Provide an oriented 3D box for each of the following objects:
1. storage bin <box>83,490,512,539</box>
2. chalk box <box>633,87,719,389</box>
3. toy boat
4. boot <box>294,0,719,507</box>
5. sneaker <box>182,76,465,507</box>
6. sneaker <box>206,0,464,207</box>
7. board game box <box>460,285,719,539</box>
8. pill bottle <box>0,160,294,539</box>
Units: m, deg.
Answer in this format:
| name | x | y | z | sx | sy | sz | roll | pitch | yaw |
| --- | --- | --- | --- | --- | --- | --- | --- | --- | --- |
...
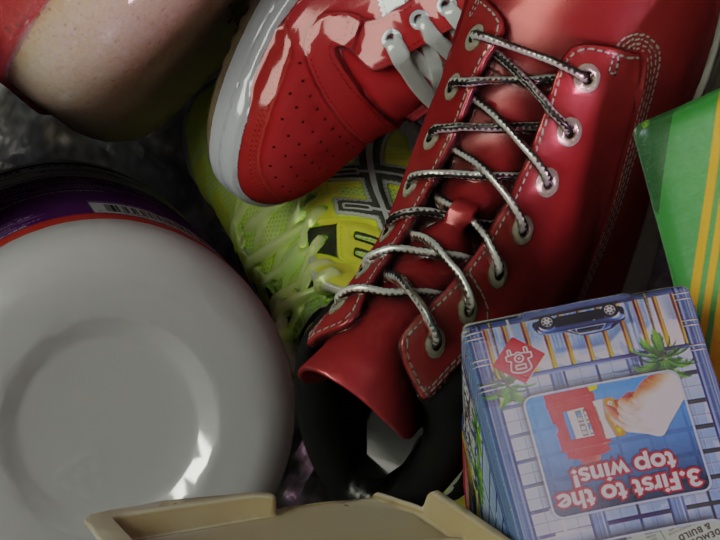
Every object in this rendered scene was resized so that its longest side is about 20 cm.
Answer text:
| name | x | y | z | sx | sy | sz | roll | pitch | yaw |
| --- | --- | --- | --- | --- | --- | --- | --- | --- | --- |
| storage bin | 0.001 | 0.164 | 0.604 | 0.198 | 0.093 | 0.201 | -157 | 62 | -73 |
| chalk box | 0.171 | 0.041 | 0.670 | 0.125 | 0.124 | 0.201 | -26 | 68 | 32 |
| toy boat | -0.085 | -0.124 | 0.837 | 0.131 | 0.200 | 0.131 | 44 | 88 | 3 |
| boot | 0.038 | -0.035 | 0.693 | 0.072 | 0.144 | 0.201 | 23 | 122 | 22 |
| sneaker | 0.000 | 0.000 | 0.836 | 0.200 | 0.076 | 0.076 | 48 | 113 | 33 |
| sneaker | 0.049 | -0.079 | 0.793 | 0.200 | 0.071 | 0.112 | -49 | 57 | -2 |
| board game box | 0.077 | 0.146 | 0.654 | 0.061 | 0.200 | 0.200 | -10 | 46 | -5 |
| pill bottle | -0.090 | 0.027 | 0.831 | 0.200 | 0.112 | 0.113 | -142 | 70 | -75 |
